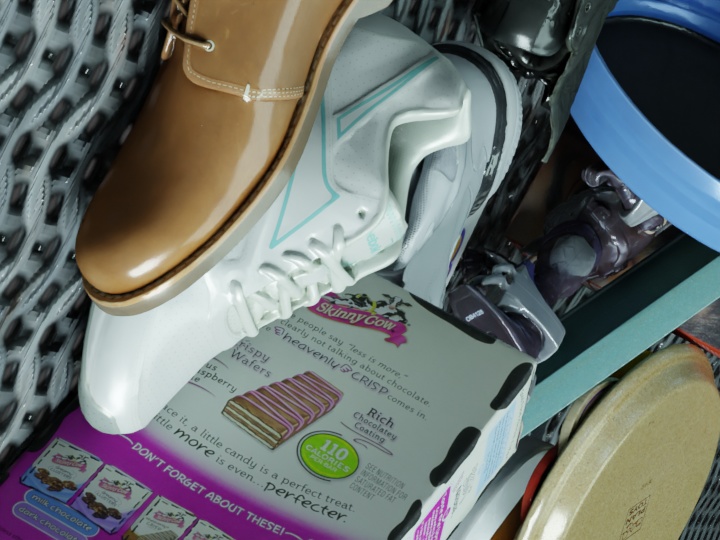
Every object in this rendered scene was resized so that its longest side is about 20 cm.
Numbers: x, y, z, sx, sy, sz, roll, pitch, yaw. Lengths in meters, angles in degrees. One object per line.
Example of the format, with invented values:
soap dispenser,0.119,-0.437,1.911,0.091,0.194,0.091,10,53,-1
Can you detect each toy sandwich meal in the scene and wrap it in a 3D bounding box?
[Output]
toy sandwich meal,0.114,0.114,1.510,0.205,0.070,0.205,-42,149,-33

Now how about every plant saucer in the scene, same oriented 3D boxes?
plant saucer,0.123,0.026,1.433,0.200,0.019,0.070,-34,-162,-5

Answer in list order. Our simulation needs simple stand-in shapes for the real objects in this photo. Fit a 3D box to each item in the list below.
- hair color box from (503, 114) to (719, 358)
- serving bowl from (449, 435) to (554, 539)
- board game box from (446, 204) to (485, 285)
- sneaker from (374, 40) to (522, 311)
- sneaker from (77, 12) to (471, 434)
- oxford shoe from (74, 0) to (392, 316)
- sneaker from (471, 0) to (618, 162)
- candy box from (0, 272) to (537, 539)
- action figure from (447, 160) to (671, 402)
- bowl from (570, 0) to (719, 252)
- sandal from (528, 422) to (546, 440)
hair color box,0.189,-0.015,1.509,0.111,0.200,0.064,-62,164,-1
serving bowl,0.030,0.168,1.560,0.200,0.066,0.200,-53,160,-29
board game box,0.005,0.027,1.345,0.200,0.030,0.096,-67,163,7
sneaker,0.000,0.000,1.211,0.115,0.075,0.200,-8,119,-69
sneaker,-0.031,-0.017,1.082,0.200,0.080,0.070,-55,163,-19
oxford shoe,-0.047,-0.079,0.997,0.071,0.071,0.200,37,80,-44
sneaker,0.090,-0.138,1.278,0.104,0.060,0.200,-61,167,-20
candy box,-0.041,0.082,1.104,0.200,0.136,0.061,-48,159,-36
action figure,0.094,-0.003,1.410,0.130,0.069,0.200,-45,-177,40
bowl,0.181,-0.075,1.416,0.039,0.201,0.201,-54,170,34
sandal,0.070,0.135,1.685,0.076,0.043,0.201,-22,128,-75
